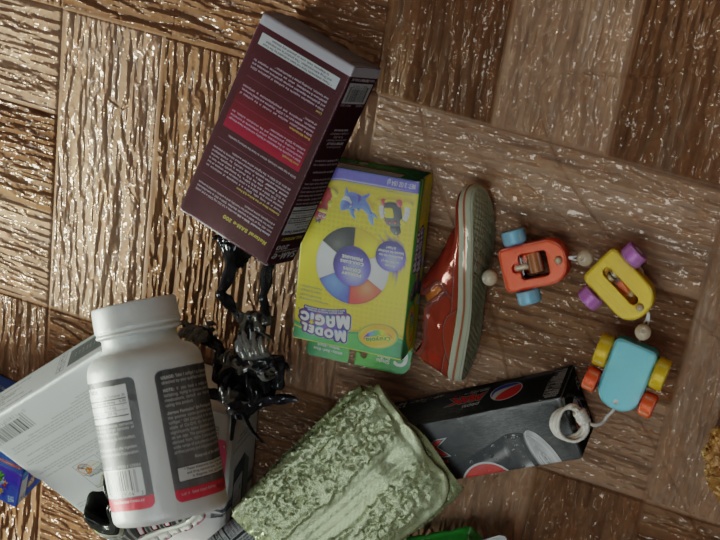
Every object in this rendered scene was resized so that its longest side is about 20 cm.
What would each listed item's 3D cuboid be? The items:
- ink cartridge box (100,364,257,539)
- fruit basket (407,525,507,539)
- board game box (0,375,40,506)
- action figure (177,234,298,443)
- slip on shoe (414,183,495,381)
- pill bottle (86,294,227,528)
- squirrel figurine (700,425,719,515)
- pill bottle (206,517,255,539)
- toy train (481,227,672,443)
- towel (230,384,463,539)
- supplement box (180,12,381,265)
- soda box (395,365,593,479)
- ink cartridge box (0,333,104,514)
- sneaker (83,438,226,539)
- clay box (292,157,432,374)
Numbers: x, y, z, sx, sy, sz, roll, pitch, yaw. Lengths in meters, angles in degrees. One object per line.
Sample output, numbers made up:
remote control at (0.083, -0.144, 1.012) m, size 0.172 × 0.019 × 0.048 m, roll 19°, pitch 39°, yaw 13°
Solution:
ink cartridge box at (-0.192, 0.200, 1.631) m, size 0.144 × 0.084 × 0.202 m, roll 15°, pitch 117°, yaw 15°
fruit basket at (0.098, 0.365, 1.590) m, size 0.183 × 0.094 × 0.202 m, roll -14°, pitch 113°, yaw 24°
board game box at (-0.422, 0.164, 1.677) m, size 0.198 × 0.135 × 0.045 m, roll 23°, pitch 120°, yaw 10°
action figure at (-0.120, 0.066, 1.495) m, size 0.117 × 0.102 × 0.203 m, roll 2°, pitch 87°, yaw 28°
slip on shoe at (0.086, 0.011, 1.444) m, size 0.060 × 0.074 × 0.202 m, roll 17°, pitch 124°, yaw 17°
pill bottle at (-0.193, 0.129, 1.432) m, size 0.109 × 0.110 × 0.203 m, roll -11°, pitch 88°, yaw 26°
squirrel figurine at (0.392, 0.167, 1.358) m, size 0.198 × 0.141 × 0.189 m, roll -19°, pitch 100°, yaw 25°
pill bottle at (-0.103, 0.298, 1.573) m, size 0.199 × 0.106 × 0.107 m, roll -39°, pitch 98°, yaw -9°
toy train at (0.204, 0.047, 1.411) m, size 0.149 × 0.056 × 0.203 m, roll -17°, pitch 92°, yaw 20°
towel at (-0.015, 0.218, 1.492) m, size 0.200 × 0.036 × 0.149 m, roll -41°, pitch 93°, yaw 11°
supplement box at (-0.074, -0.119, 1.411) m, size 0.108 × 0.061 × 0.202 m, roll 32°, pitch 107°, yaw 20°
soda box at (0.121, 0.154, 1.499) m, size 0.198 × 0.063 × 0.072 m, roll -14°, pitch 108°, yaw 27°
ink cartridge box at (-0.261, 0.159, 1.569) m, size 0.199 × 0.044 × 0.173 m, roll -30°, pitch 123°, yaw 28°
sneaker at (-0.209, 0.219, 1.537) m, size 0.087 × 0.074 × 0.199 m, roll 29°, pitch 133°, yaw -26°
clay box at (0.000, 0.000, 1.466) m, size 0.113 × 0.048 × 0.203 m, roll 10°, pitch 106°, yaw 17°
